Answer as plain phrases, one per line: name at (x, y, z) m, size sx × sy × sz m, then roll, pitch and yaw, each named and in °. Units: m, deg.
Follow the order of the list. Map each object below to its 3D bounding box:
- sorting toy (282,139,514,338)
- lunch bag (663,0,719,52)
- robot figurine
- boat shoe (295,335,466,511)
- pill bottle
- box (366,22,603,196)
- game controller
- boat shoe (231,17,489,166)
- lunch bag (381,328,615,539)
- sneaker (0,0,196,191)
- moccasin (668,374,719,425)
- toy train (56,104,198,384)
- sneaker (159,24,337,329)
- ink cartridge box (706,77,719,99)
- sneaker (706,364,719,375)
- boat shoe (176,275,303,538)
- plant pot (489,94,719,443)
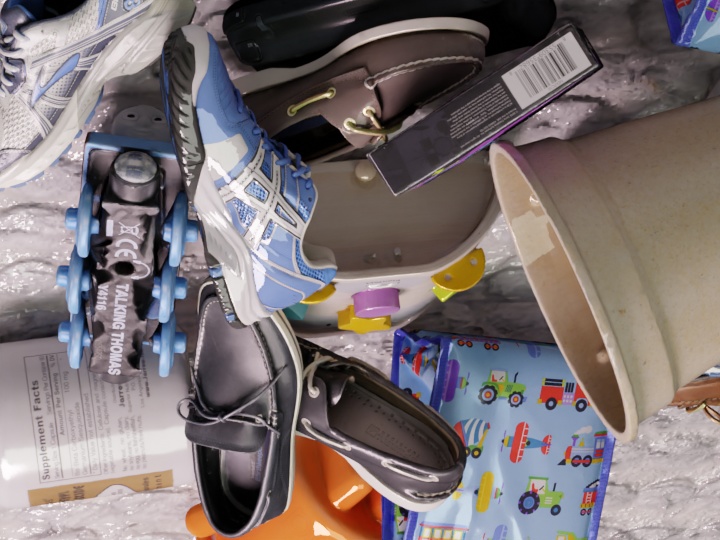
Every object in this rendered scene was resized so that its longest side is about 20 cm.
sorting toy at (0.000, 0.000, 1.817) m, size 0.199 × 0.107 × 0.180 m, roll -5°, pitch 158°, yaw -10°
lunch bag at (0.282, -0.227, 1.619) m, size 0.150 × 0.094 × 0.200 m, roll 8°, pitch 127°, yaw -23°
robot figurine at (-0.047, 0.191, 1.987) m, size 0.200 × 0.117 × 0.144 m, roll -45°, pitch 170°, yaw 31°
boat shoe at (-0.016, 0.090, 1.819) m, size 0.200 × 0.074 × 0.060 m, roll 37°, pitch 151°, yaw 4°
pill bottle at (-0.215, 0.103, 1.839) m, size 0.199 × 0.115 × 0.115 m, roll -7°, pitch 139°, yaw -7°
box at (0.081, -0.099, 1.642) m, size 0.143 × 0.036 × 0.200 m, roll -33°, pitch -179°, yaw 8°
game controller at (0.018, -0.152, 1.643) m, size 0.199 × 0.042 × 0.104 m, roll -12°, pitch 157°, yaw 25°
boat shoe at (-0.006, -0.101, 1.630) m, size 0.200 × 0.060 × 0.072 m, roll -16°, pitch 154°, yaw 32°
lunch bag at (0.098, 0.149, 1.911) m, size 0.150 × 0.201 × 0.094 m, roll 7°, pitch 180°, yaw -22°
sneaker at (-0.192, -0.133, 1.620) m, size 0.085 × 0.077 × 0.200 m, roll 33°, pitch 113°, yaw -33°
moccasin at (0.254, 0.067, 1.839) m, size 0.201 × 0.074 × 0.078 m, roll -12°, pitch 133°, yaw -15°
toy train at (-0.149, -0.017, 1.720) m, size 0.086 × 0.115 × 0.200 m, roll 6°, pitch 136°, yaw -4°
sneaker at (-0.070, -0.063, 1.610) m, size 0.077 × 0.076 × 0.200 m, roll -16°, pitch 123°, yaw -1°
ink cartridge box at (0.277, -0.033, 1.843) m, size 0.145 × 0.084 × 0.200 m, roll 8°, pitch 136°, yaw -23°
sneaker at (0.188, -0.010, 1.764) m, size 0.077 × 0.200 × 0.085 m, roll -15°, pitch 140°, yaw -51°
boat shoe at (-0.081, 0.092, 1.775) m, size 0.074 × 0.062 × 0.201 m, roll 15°, pitch 125°, yaw 24°
plant pot at (0.202, -0.024, 1.642) m, size 0.183 × 0.201 × 0.201 m, roll -24°, pitch 140°, yaw -4°
